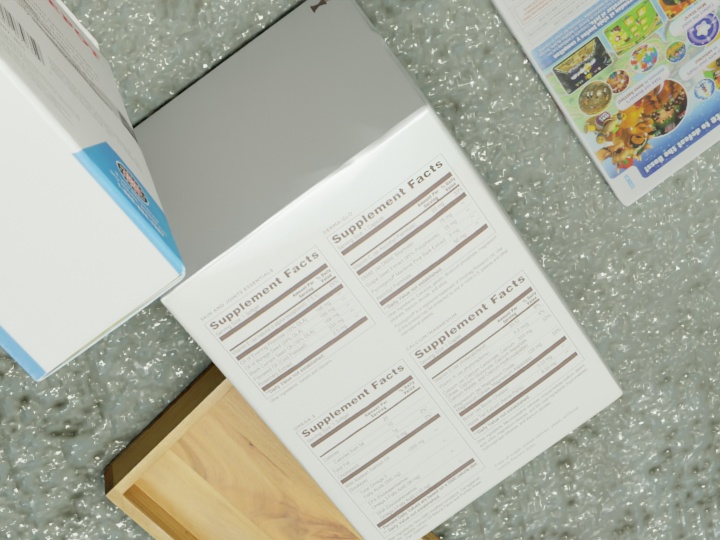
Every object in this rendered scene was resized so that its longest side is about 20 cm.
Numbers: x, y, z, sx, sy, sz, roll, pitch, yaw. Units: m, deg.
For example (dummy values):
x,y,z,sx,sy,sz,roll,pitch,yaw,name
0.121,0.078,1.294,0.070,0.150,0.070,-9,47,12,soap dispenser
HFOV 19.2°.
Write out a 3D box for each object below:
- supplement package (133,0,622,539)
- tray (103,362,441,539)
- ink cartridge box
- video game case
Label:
x,y,z,sx,sy,sz,roll,pitch,yaw,name
0.000,0.000,1.043,0.150,0.152,0.200,-35,124,4,supplement package
-0.035,0.144,1.161,0.099,0.037,0.200,-43,111,8,tray
-0.164,-0.071,0.916,0.083,0.200,0.145,-36,124,6,ink cartridge box
0.148,-0.144,1.094,0.143,0.018,0.200,-36,124,2,video game case
